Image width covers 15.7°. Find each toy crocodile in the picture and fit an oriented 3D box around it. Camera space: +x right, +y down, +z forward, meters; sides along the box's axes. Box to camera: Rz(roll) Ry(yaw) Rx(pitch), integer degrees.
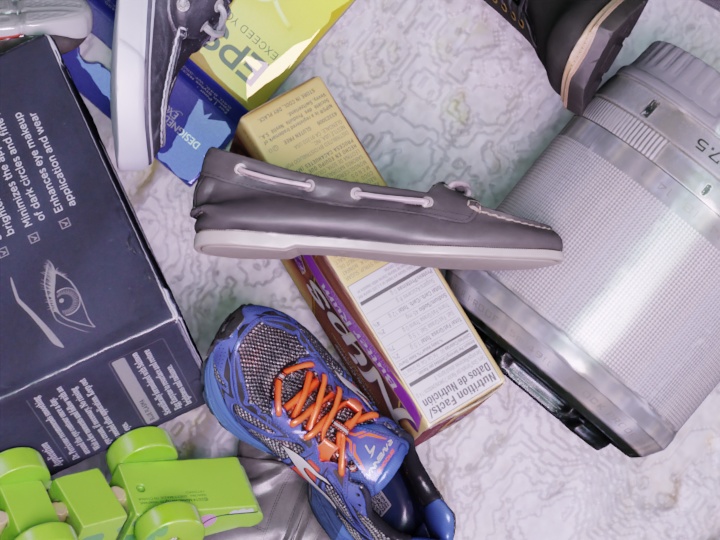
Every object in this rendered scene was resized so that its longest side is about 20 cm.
[{"bbox_3d":[-0.146,0.133,1.411,0.200,0.062,0.068,-6,52,-32],"label":"toy crocodile"}]

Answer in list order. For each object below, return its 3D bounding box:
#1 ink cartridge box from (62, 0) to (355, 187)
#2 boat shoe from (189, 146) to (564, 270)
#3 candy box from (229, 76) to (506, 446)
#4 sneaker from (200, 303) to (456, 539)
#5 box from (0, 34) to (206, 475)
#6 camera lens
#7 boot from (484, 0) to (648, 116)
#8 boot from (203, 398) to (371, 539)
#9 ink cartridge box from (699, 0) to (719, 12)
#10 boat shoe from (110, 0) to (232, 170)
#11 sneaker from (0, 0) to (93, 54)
[{"bbox_3d":[-0.106,-0.186,1.507,0.198,0.047,0.200,41,88,-5],"label":"ink cartridge box"},{"bbox_3d":[0.010,-0.033,1.381,0.200,0.067,0.057,3,83,-3],"label":"boat shoe"},{"bbox_3d":[0.000,0.000,1.467,0.056,0.117,0.200,-29,85,-12],"label":"candy box"},{"bbox_3d":[-0.010,0.090,1.436,0.200,0.078,0.075,47,67,-32],"label":"sneaker"},{"bbox_3d":[-0.212,0.011,1.433,0.200,0.117,0.197,-25,64,-3],"label":"box"},{"bbox_3d":[0.157,-0.008,1.475,0.160,0.160,0.200,40,89,-5],"label":"camera lens"},{"bbox_3d":[0.085,-0.157,1.449,0.138,0.200,0.078,31,102,-1],"label":"boot"},{"bbox_3d":[-0.071,0.128,1.519,0.200,0.068,0.131,5,88,-12],"label":"boot"},{"bbox_3d":[0.191,-0.210,1.475,0.200,0.145,0.084,27,90,-5],"label":"ink cartridge box"},{"bbox_3d":[-0.101,-0.153,1.453,0.068,0.072,0.200,6,80,-6],"label":"boat shoe"},{"bbox_3d":[-0.244,-0.109,1.492,0.200,0.077,0.082,-12,117,6],"label":"sneaker"}]
